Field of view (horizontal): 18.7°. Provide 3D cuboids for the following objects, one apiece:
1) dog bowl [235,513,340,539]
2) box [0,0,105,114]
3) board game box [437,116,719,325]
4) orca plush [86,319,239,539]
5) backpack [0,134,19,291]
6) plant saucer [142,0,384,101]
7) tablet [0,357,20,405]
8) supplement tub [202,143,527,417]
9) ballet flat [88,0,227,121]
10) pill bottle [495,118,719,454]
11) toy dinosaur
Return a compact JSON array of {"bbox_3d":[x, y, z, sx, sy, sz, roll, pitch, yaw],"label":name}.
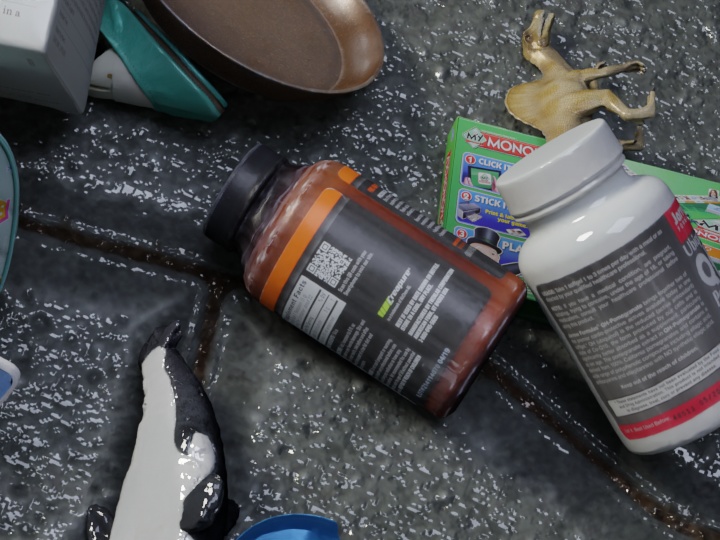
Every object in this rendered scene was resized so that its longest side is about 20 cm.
[{"bbox_3d":[0.005,0.218,1.310,0.200,0.050,0.112,17,57,-7],"label":"dog bowl"},{"bbox_3d":[-0.263,-0.193,1.352,0.199,0.200,0.131,12,84,1],"label":"box"},{"bbox_3d":[0.152,-0.022,1.506,0.200,0.029,0.135,14,57,-8],"label":"board game box"},{"bbox_3d":[-0.109,0.136,1.328,0.071,0.105,0.200,33,31,-42],"label":"orca plush"},{"bbox_3d":[-0.299,-0.038,1.291,0.200,0.176,0.153,-5,29,-28],"label":"backpack"},{"bbox_3d":[-0.076,-0.182,1.495,0.200,0.035,0.200,25,34,-18],"label":"plant saucer"},{"bbox_3d":[-0.309,0.055,1.241,0.200,0.130,0.014,32,21,-24],"label":"tablet"},{"bbox_3d":[0.000,0.000,1.403,0.200,0.107,0.107,34,57,5],"label":"supplement tub"},{"bbox_3d":[-0.174,-0.158,1.480,0.070,0.067,0.200,-39,76,-6],"label":"ballet flat"},{"bbox_3d":[0.170,0.008,1.405,0.111,0.111,0.200,-37,100,-30],"label":"pill bottle"},{"bbox_3d":[0.152,-0.109,1.533,0.101,0.058,0.200,4,37,-2],"label":"toy dinosaur"}]
